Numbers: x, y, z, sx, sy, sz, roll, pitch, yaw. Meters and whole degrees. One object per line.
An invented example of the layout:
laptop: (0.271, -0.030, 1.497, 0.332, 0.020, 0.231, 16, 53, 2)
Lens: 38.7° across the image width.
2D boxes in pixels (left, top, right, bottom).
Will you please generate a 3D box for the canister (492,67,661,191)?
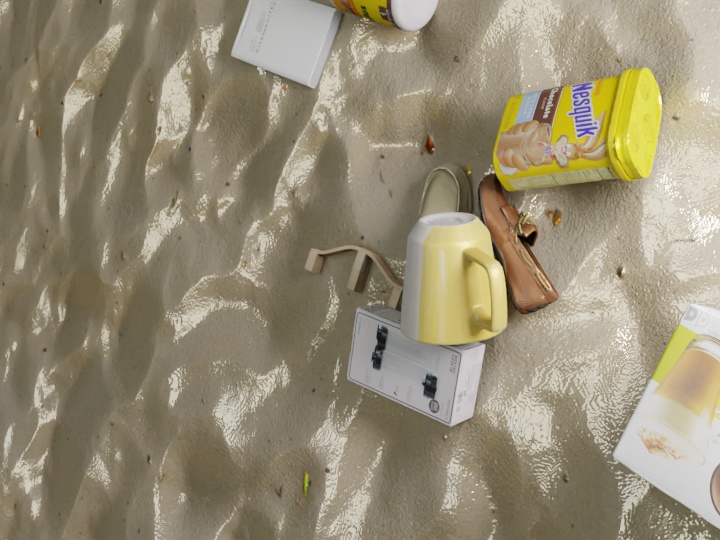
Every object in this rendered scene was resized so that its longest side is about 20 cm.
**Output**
canister: (0.285, -0.182, 1.361, 0.197, 0.087, 0.151, -5, 54, 38)

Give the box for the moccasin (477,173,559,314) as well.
moccasin: (0.219, -0.044, 1.420, 0.077, 0.073, 0.204, -26, 66, 20)

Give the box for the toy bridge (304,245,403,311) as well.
toy bridge: (0.000, 0.000, 1.599, 0.198, 0.027, 0.068, 23, 97, 35)

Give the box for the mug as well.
mug: (0.138, 0.006, 1.398, 0.184, 0.149, 0.156, 6, 108, 32)

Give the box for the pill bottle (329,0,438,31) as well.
pill bottle: (0.020, -0.448, 1.595, 0.198, 0.109, 0.111, 27, 99, 35)

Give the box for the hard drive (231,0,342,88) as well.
hard drive: (-0.129, -0.402, 1.748, 0.198, 0.026, 0.134, 27, 99, 35)

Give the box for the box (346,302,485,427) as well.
box: (0.077, 0.133, 1.490, 0.198, 0.060, 0.119, 19, 109, 36)

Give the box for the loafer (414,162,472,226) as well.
loafer: (0.112, -0.060, 1.500, 0.075, 0.068, 0.204, 6, 87, 36)

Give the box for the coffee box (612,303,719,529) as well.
coffee box: (0.440, 0.178, 1.150, 0.198, 0.199, 0.200, 32, 102, 34)
